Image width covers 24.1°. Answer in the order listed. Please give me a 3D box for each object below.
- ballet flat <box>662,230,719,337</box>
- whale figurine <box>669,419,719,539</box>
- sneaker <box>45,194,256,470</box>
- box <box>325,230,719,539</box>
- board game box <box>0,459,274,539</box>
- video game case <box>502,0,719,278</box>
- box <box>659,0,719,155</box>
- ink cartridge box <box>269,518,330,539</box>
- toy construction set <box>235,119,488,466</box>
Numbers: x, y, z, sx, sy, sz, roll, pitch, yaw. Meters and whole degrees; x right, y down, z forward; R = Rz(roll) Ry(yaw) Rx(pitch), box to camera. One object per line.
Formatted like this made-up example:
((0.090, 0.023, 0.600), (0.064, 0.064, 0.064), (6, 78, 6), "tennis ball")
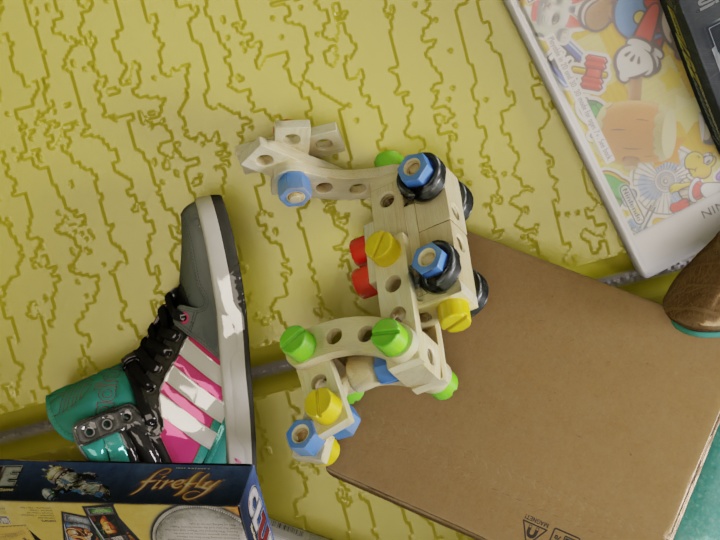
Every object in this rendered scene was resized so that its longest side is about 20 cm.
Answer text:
((0.260, -0.018, 0.944), (0.198, 0.068, 0.073), (-10, 126, -17), "ballet flat")
((0.210, 0.117, 0.973), (0.158, 0.104, 0.201), (20, 95, -7), "whale figurine")
((-0.125, 0.058, 0.991), (0.120, 0.084, 0.202), (-4, 99, -7), "sneaker")
((0.099, 0.078, 0.958), (0.199, 0.021, 0.164), (21, 79, 21), "box")
((-0.145, 0.170, 0.976), (0.198, 0.035, 0.136), (0, 127, 15), "board game box")
((0.201, -0.124, 0.982), (0.181, 0.023, 0.201), (-27, 96, 5), "video game case")
((0.270, -0.146, 0.906), (0.199, 0.051, 0.158), (-28, 128, 6), "box")
((-0.047, 0.262, 1.037), (0.099, 0.039, 0.201), (20, 97, -1), "ink cartridge box")
((0.000, 0.000, 0.958), (0.130, 0.092, 0.201), (-23, 68, 22), "toy construction set")
